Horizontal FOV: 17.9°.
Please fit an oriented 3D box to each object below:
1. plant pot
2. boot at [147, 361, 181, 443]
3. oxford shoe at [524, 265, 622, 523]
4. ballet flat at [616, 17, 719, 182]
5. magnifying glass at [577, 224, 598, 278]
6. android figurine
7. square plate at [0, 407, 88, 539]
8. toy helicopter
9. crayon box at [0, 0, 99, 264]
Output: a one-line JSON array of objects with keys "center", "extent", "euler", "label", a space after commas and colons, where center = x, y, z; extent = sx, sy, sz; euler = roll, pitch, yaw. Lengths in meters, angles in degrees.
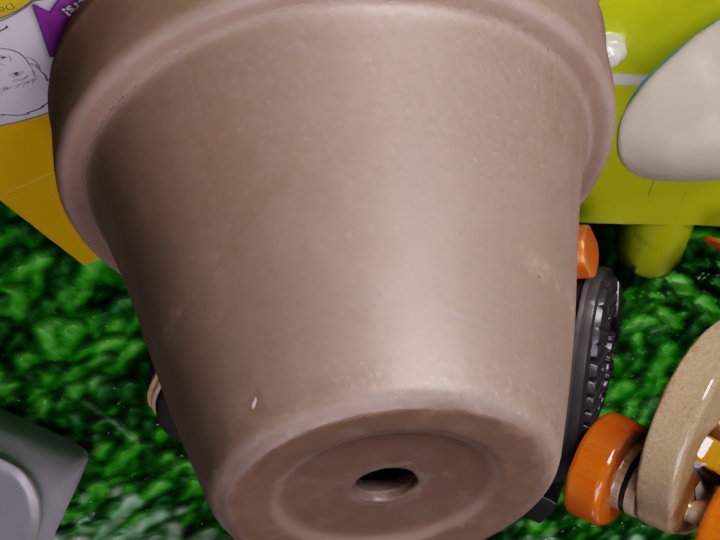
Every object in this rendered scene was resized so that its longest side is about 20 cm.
[{"center": [0.000, 0.000, 0.772], "extent": [0.200, 0.175, 0.200], "euler": [-7, 146, -5], "label": "plant pot"}, {"center": [-0.030, 0.091, 0.975], "extent": [0.077, 0.139, 0.200], "euler": [14, 159, -33], "label": "boot"}, {"center": [0.064, 0.053, 1.010], "extent": [0.084, 0.073, 0.200], "euler": [20, 150, 0], "label": "oxford shoe"}, {"center": [0.188, -0.081, 0.826], "extent": [0.200, 0.070, 0.069], "euler": [-31, 140, 1], "label": "ballet flat"}, {"center": [-0.001, -0.004, 0.950], "extent": [0.200, 0.022, 0.080], "euler": [-1, 154, 20], "label": "magnifying glass"}, {"center": [0.108, -0.066, 0.902], "extent": [0.182, 0.041, 0.200], "euler": [3, 144, -10], "label": "android figurine"}, {"center": [-0.228, 0.138, 1.016], "extent": [0.198, 0.200, 0.028], "euler": [32, 166, -39], "label": "square plate"}, {"center": [0.173, 0.048, 0.994], "extent": [0.200, 0.079, 0.132], "euler": [-10, 120, -59], "label": "toy helicopter"}, {"center": [-0.073, -0.099, 0.819], "extent": [0.200, 0.058, 0.173], "euler": [-24, 139, 22], "label": "crayon box"}]
